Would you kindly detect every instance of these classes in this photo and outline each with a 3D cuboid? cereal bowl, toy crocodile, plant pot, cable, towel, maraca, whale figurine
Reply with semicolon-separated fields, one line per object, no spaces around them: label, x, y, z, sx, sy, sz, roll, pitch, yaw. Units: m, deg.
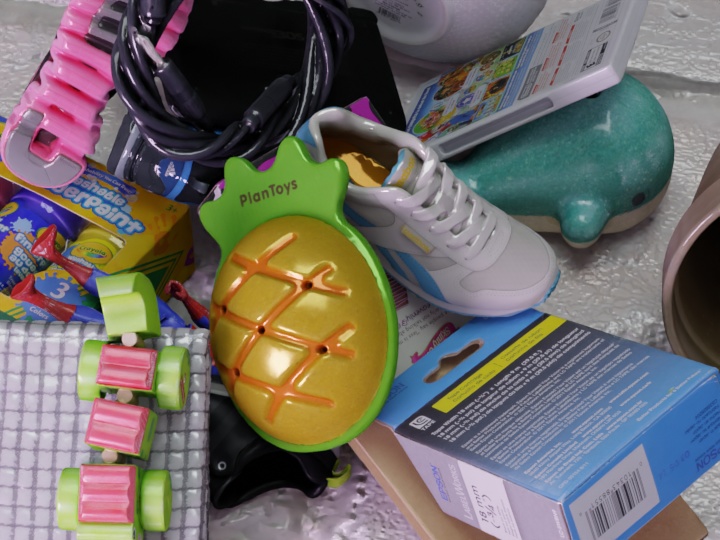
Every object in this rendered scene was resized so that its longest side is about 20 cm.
cereal bowl;0.045;-0.236;1.642;0.199;0.200;0.083;20;53;18
toy crocodile;-0.145;0.101;1.281;0.067;0.062;0.201;6;81;5
plant pot;0.304;-0.022;1.472;0.199;0.201;0.174;2;31;3
cable;-0.079;-0.152;1.464;0.200;0.164;0.051;3;1;-43
towel;-0.175;0.133;1.352;0.165;0.086;0.201;0;80;3
maraca;-0.042;0.017;1.359;0.137;0.107;0.201;-17;81;25
whale figurine;0.135;-0.086;1.568;0.199;0.104;0.159;-15;50;-11

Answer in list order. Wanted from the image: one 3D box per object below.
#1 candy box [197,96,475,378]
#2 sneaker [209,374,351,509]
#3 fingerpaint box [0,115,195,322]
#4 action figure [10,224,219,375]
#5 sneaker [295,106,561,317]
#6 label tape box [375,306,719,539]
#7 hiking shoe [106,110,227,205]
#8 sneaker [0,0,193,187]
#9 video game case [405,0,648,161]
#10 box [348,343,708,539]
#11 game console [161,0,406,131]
candy box;0.000;0.000;1.466;0.136;0.061;0.200;-32;84;-25
sneaker;-0.106;0.116;1.415;0.199;0.072;0.083;0;51;2
fingerpaint box;-0.248;-0.013;1.531;0.200;0.073;0.167;26;53;22
action figure;-0.137;0.042;1.448;0.200;0.052;0.066;31;54;-20
sneaker;0.041;-0.037;1.399;0.200;0.081;0.077;27;65;3
label tape box;0.116;0.100;1.345;0.144;0.063;0.200;-35;31;-25
hiking shoe;-0.108;-0.079;1.556;0.087;0.075;0.200;31;21;15
sneaker;-0.188;-0.157;1.509;0.079;0.200;0.095;34;19;-16
video game case;0.115;-0.140;1.579;0.200;0.018;0.143;-22;23;28
box;0.106;0.137;1.387;0.163;0.021;0.200;-30;71;-24
game console;-0.090;-0.151;1.606;0.199;0.116;0.176;4;56;-32
